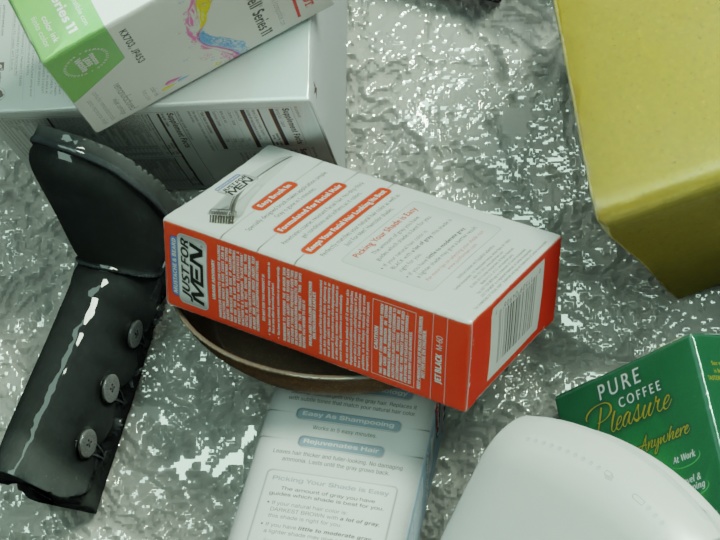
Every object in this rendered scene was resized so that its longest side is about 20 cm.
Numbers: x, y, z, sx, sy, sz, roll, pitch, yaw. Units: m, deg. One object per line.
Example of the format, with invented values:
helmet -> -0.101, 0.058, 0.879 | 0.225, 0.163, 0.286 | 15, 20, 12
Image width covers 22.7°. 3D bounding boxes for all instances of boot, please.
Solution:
boot -> -0.177, 0.034, 1.079 | 0.065, 0.165, 0.201 | 15, 75, 34

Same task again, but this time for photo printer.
photo printer -> 0.109, 0.189, 0.986 | 0.166, 0.069, 0.201 | 31, 97, 44

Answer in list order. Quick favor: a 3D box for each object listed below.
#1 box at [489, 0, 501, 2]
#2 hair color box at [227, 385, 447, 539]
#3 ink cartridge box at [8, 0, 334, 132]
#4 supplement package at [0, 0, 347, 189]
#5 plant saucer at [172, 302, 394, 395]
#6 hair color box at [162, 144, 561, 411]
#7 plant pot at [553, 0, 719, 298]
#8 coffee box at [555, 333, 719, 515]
box -> 0.016, -0.271, 1.185 | 0.199, 0.036, 0.144 | 17, 97, 11
hair color box -> -0.013, 0.130, 1.033 | 0.099, 0.061, 0.200 | 7, 47, 9
ink cartridge box -> -0.086, -0.166, 0.986 | 0.199, 0.117, 0.067 | -29, 74, -1
supplement package -> -0.116, -0.144, 1.125 | 0.199, 0.151, 0.152 | -1, 73, 7
plant saucer -> -0.014, 0.019, 1.079 | 0.199, 0.037, 0.201 | 0, 32, 0
hair color box -> 0.000, 0.000, 1.018 | 0.199, 0.064, 0.111 | 20, 36, 25
plant pot -> 0.235, -0.118, 1.022 | 0.199, 0.195, 0.195 | -15, 71, 20
coffee box -> 0.184, 0.147, 1.018 | 0.044, 0.123, 0.201 | 2, 66, -36
